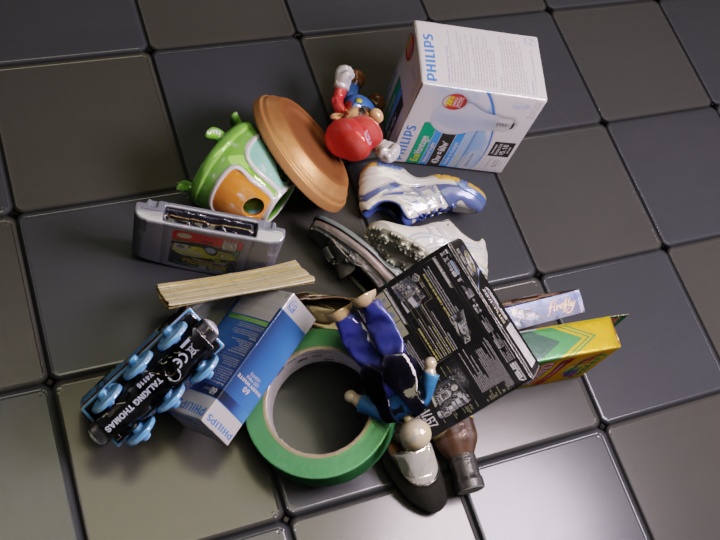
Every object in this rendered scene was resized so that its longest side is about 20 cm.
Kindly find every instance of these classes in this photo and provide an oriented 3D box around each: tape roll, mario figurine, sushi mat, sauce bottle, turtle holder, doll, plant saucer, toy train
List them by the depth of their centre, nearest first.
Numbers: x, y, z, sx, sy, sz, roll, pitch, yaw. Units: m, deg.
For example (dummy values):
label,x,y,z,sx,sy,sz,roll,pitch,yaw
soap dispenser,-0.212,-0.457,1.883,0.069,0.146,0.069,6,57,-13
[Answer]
label,x,y,z,sx,sy,sz,roll,pitch,yaw
toy train,-0.258,0.132,1.214,0.200,0.114,0.087,-45,108,-10
doll,0.031,0.131,1.222,0.201,0.136,0.048,62,25,4
tape roll,-0.051,0.177,1.283,0.198,0.048,0.202,-2,65,4
sushi mat,-0.165,0.017,1.285,0.198,0.096,0.012,-10,109,-21
sauce bottle,0.124,0.205,1.349,0.064,0.065,0.202,-7,64,-20
turtle holder,-0.164,-0.132,1.410,0.131,0.186,0.142,34,93,4
plant saucer,-0.079,-0.176,1.427,0.037,0.200,0.201,-34,72,17
mario figurine,0.011,-0.238,1.483,0.122,0.107,0.201,13,34,-6

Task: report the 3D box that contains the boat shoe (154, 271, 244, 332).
label,x,y,z,sx,sy,sz,roll,pitch,yaw
boat shoe,-0.221,0.071,1.318,0.075,0.060,0.200,39,59,6

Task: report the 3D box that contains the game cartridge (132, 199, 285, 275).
label,x,y,z,sx,sy,sz,roll,pitch,yaw
game cartridge,-0.210,-0.038,1.335,0.198,0.133,0.041,10,68,-10

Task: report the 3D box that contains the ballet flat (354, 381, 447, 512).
label,x,y,z,sx,sy,sz,roll,pitch,yaw
ballet flat,0.055,0.231,1.312,0.068,0.069,0.201,-28,75,-27

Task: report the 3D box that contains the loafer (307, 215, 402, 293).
label,x,y,z,sx,sy,sz,roll,pitch,yaw
loafer,0.000,0.000,1.419,0.199,0.072,0.063,37,71,0

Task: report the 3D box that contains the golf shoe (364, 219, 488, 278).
label,x,y,z,sx,sy,sz,roll,pitch,yaw
golf shoe,0.101,-0.040,1.468,0.199,0.078,0.098,24,57,-14

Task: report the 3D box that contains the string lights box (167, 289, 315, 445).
label,x,y,z,sx,sy,sz,roll,pitch,yaw
string lights box,-0.158,0.116,1.266,0.201,0.102,0.059,-55,128,-21

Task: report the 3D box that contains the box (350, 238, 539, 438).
label,x,y,z,sx,sy,sz,roll,pitch,yaw
box,0.108,0.087,1.265,0.163,0.086,0.201,-34,86,16

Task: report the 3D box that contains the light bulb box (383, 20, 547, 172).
label,x,y,z,sx,sy,sz,roll,pitch,yaw
light bulb box,0.155,-0.265,1.525,0.198,0.199,0.126,4,60,-13

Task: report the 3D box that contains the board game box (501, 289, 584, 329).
label,x,y,z,sx,sy,sz,roll,pitch,yaw
board game box,0.199,0.067,1.402,0.198,0.135,0.035,-12,90,-22

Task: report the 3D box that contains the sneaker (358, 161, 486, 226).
label,x,y,z,sx,sy,sz,roll,pitch,yaw
sneaker,0.092,-0.100,1.502,0.198,0.075,0.089,10,69,-2

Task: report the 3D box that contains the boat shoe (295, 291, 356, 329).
label,x,y,z,sx,sy,sz,roll,pitch,yaw
boat shoe,-0.003,0.073,1.359,0.200,0.075,0.076,8,81,-3

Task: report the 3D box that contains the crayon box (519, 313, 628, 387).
label,x,y,z,sx,sy,sz,roll,pitch,yaw
crayon box,0.280,0.119,1.404,0.198,0.127,0.051,-9,67,-20
